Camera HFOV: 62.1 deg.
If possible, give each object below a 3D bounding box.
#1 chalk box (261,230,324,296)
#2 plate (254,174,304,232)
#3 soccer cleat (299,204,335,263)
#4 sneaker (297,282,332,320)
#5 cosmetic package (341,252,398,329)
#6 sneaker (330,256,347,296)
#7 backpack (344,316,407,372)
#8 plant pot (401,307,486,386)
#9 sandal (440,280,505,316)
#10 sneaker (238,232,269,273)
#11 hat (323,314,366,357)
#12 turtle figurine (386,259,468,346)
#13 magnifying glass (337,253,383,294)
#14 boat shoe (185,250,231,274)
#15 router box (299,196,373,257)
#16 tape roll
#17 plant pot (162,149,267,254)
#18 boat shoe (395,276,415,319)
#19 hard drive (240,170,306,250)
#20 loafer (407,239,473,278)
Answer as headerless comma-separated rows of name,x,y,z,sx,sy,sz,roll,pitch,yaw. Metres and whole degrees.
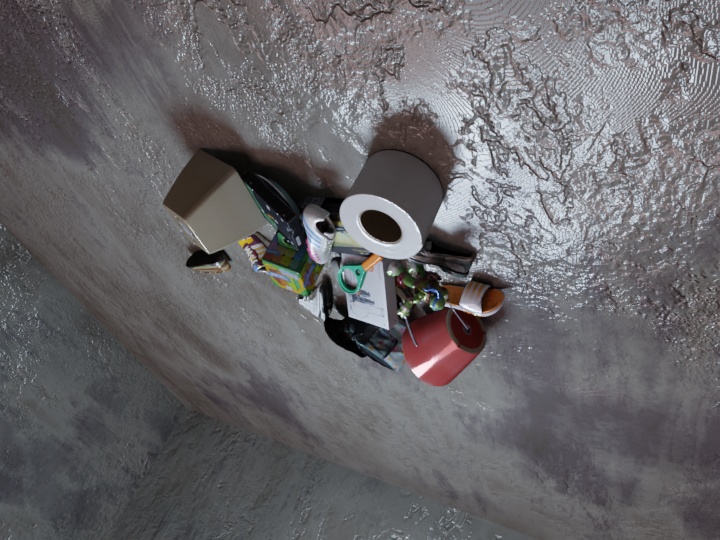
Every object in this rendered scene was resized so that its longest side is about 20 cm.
chalk box,-0.191,-0.036,1.692,0.123,0.126,0.201,19,157,17
plate,-0.209,-0.179,1.576,0.200,0.026,0.201,42,163,16
soccer cleat,-0.096,-0.081,1.519,0.085,0.070,0.202,19,147,27
sneaker,-0.153,0.091,1.921,0.113,0.077,0.202,21,151,10
cosmetic package,0.026,0.046,1.633,0.149,0.051,0.204,13,120,38
sneaker,-0.028,0.032,1.748,0.078,0.074,0.202,16,142,38
backpack,0.073,0.202,1.795,0.200,0.153,0.176,48,175,-22
plant pot,0.241,0.195,1.652,0.199,0.202,0.177,35,138,-12
sandal,0.265,0.063,1.526,0.204,0.080,0.059,6,150,37
sneaker,-0.318,-0.050,1.837,0.198,0.091,0.075,32,150,-5
hat,-0.026,0.184,1.915,0.199,0.201,0.082,32,106,-6
turtle figurine,0.148,0.069,1.501,0.195,0.142,0.201,58,180,44
magnifying glass,0.000,0.000,1.580,0.199,0.022,0.080,-39,82,47
boat shoe,-0.527,-0.018,2.078,0.197,0.077,0.074,2,144,39
router box,-0.043,-0.113,1.554,0.197,0.053,0.158,8,143,32
tape roll,0.069,-0.144,1.330,0.199,0.141,0.204,20,148,13
plant pot,-0.402,-0.168,1.595,0.199,0.177,0.201,31,157,41
boat shoe,0.112,0.084,1.705,0.070,0.063,0.202,13,147,21
hard drive,-0.223,-0.155,1.545,0.200,0.038,0.140,42,164,24
loafer,0.181,-0.048,1.464,0.196,0.072,0.064,21,130,1
